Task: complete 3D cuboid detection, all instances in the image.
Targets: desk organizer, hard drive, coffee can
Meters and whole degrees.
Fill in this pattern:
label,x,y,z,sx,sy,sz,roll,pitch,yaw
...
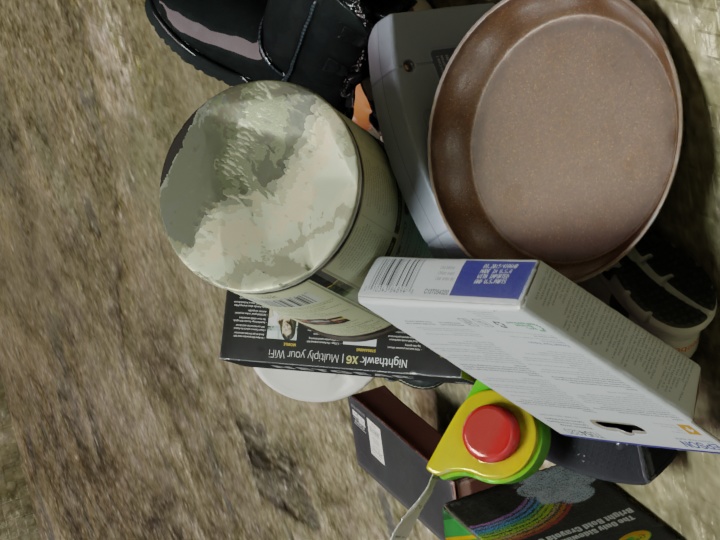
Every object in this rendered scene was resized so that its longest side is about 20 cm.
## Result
label,x,y,z,sx,sy,sz,roll,pitch,yaw
desk organizer,0.068,0.156,1.951,0.200,0.077,0.072,37,139,58
hard drive,0.160,0.079,1.697,0.200,0.042,0.135,-172,66,-69
coffee can,-0.034,-0.038,1.650,0.147,0.146,0.200,66,-167,19

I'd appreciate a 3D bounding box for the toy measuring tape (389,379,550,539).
label,x,y,z,sx,sy,sz,roll,pitch,yaw
toy measuring tape,0.084,0.153,1.700,0.200,0.073,0.074,-61,31,4

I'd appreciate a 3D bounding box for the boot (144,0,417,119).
label,x,y,z,sx,sy,sz,roll,pitch,yaw
boot,-0.058,-0.193,1.714,0.198,0.073,0.163,39,144,8

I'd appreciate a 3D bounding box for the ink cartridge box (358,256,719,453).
label,x,y,z,sx,sy,sz,roll,pitch,yaw
ink cartridge box,0.126,0.053,1.549,0.196,0.200,0.043,1,63,59

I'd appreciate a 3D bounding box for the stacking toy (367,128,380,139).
label,x,y,z,sx,sy,sz,roll,pitch,yaw
stacking toy,0.034,-0.012,1.859,0.200,0.085,0.085,68,160,1

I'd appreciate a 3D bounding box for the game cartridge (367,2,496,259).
label,x,y,z,sx,sy,sz,roll,pitch,yaw
game cartridge,0.080,-0.086,1.631,0.041,0.133,0.201,-32,73,48

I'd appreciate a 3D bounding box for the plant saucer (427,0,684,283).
label,x,y,z,sx,sy,sz,roll,pitch,yaw
plant saucer,0.131,-0.087,1.528,0.200,0.034,0.201,-6,81,40

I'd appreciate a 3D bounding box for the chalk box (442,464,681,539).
label,x,y,z,sx,sy,sz,roll,pitch,yaw
chalk box,0.161,0.244,1.711,0.200,0.125,0.124,-140,37,-58

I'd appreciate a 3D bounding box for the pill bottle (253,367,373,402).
label,x,y,z,sx,sy,sz,roll,pitch,yaw
pill bottle,-0.034,0.003,1.930,0.200,0.112,0.113,-91,0,-50

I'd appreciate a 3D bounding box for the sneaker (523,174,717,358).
label,x,y,z,sx,sy,sz,roll,pitch,yaw
sneaker,0.162,-0.010,1.577,0.080,0.074,0.200,94,151,-50

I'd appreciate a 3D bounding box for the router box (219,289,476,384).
label,x,y,z,sx,sy,sz,roll,pitch,yaw
router box,0.000,0.000,1.779,0.052,0.199,0.158,24,-109,-67

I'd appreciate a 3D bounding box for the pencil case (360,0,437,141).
label,x,y,z,sx,sy,sz,roll,pitch,yaw
pencil case,0.018,-0.181,1.781,0.200,0.089,0.078,66,-159,6

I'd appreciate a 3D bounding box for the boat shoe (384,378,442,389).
label,x,y,z,sx,sy,sz,roll,pitch,yaw
boat shoe,0.031,0.059,1.978,0.199,0.074,0.066,44,148,54

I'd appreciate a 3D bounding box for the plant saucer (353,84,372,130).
label,x,y,z,sx,sy,sz,roll,pitch,yaw
plant saucer,-0.010,-0.204,1.924,0.200,0.037,0.201,53,153,43
